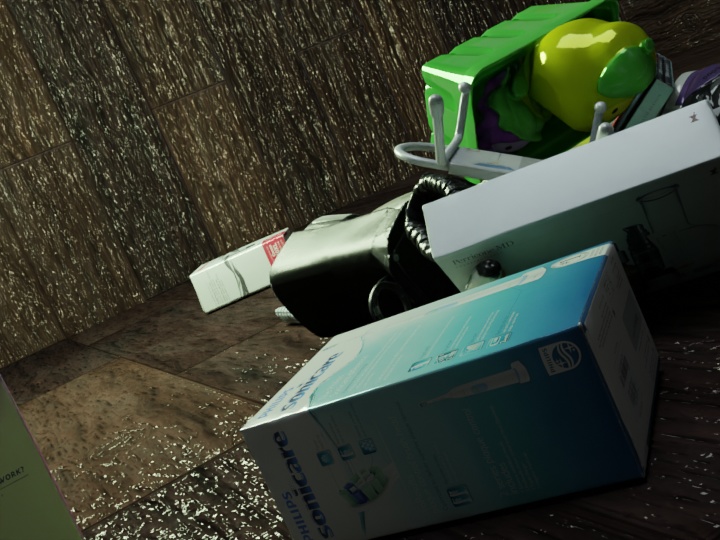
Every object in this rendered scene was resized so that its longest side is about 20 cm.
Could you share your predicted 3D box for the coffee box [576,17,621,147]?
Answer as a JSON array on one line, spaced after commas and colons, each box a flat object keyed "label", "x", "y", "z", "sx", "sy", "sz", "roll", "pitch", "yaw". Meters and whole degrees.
[{"label": "coffee box", "x": 0.257, "y": -0.215, "z": 1.286, "sx": 0.200, "sy": 0.198, "sz": 0.200, "roll": -23, "pitch": -4, "yaw": 41}]

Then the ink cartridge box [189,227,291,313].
[{"label": "ink cartridge box", "x": -0.220, "y": -0.002, "z": 1.854, "sx": 0.200, "sy": 0.083, "sz": 0.145, "roll": -23, "pitch": 8, "yaw": 3}]

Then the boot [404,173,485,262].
[{"label": "boot", "x": 0.108, "y": -0.033, "z": 0.826, "sx": 0.158, "sy": 0.080, "sz": 0.211, "roll": 1, "pitch": -9, "yaw": -16}]

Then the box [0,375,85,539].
[{"label": "box", "x": -0.308, "y": 0.152, "z": 0.647, "sx": 0.176, "sy": 0.200, "sz": 0.097, "roll": -28, "pitch": 9, "yaw": -22}]

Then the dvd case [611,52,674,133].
[{"label": "dvd case", "x": 0.249, "y": -0.130, "z": 0.909, "sx": 0.146, "sy": 0.022, "sz": 0.200, "roll": -61, "pitch": -6, "yaw": 24}]

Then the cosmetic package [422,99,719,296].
[{"label": "cosmetic package", "x": 0.165, "y": -0.027, "z": 0.677, "sx": 0.200, "sy": 0.052, "sz": 0.151, "roll": -20, "pitch": -35, "yaw": 18}]

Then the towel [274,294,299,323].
[{"label": "towel", "x": -0.017, "y": -0.005, "z": 1.267, "sx": 0.200, "sy": 0.086, "sz": 0.166, "roll": -27, "pitch": 7, "yaw": -21}]

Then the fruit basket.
[{"label": "fruit basket", "x": 0.182, "y": -0.163, "z": 0.866, "sx": 0.215, "sy": 0.156, "sz": 0.216, "roll": -7, "pitch": 37, "yaw": 5}]

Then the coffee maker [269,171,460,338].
[{"label": "coffee maker", "x": 0.000, "y": 0.000, "z": 1.003, "sx": 0.200, "sy": 0.135, "sz": 0.192, "roll": -16, "pitch": 11, "yaw": 47}]

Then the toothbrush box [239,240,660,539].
[{"label": "toothbrush box", "x": 0.056, "y": 0.070, "z": 0.540, "sx": 0.200, "sy": 0.085, "sz": 0.146, "roll": -20, "pitch": 10, "yaw": 24}]

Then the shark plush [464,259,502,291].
[{"label": "shark plush", "x": 0.094, "y": 0.064, "z": 0.693, "sx": 0.083, "sy": 0.091, "sz": 0.200, "roll": -6, "pitch": -24, "yaw": -30}]

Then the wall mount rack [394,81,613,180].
[{"label": "wall mount rack", "x": 0.121, "y": -0.099, "z": 0.721, "sx": 0.200, "sy": 0.075, "sz": 0.174, "roll": 10, "pitch": 20, "yaw": 10}]

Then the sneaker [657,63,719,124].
[{"label": "sneaker", "x": 0.289, "y": -0.102, "z": 0.795, "sx": 0.088, "sy": 0.076, "sz": 0.200, "roll": -16, "pitch": 44, "yaw": 57}]
